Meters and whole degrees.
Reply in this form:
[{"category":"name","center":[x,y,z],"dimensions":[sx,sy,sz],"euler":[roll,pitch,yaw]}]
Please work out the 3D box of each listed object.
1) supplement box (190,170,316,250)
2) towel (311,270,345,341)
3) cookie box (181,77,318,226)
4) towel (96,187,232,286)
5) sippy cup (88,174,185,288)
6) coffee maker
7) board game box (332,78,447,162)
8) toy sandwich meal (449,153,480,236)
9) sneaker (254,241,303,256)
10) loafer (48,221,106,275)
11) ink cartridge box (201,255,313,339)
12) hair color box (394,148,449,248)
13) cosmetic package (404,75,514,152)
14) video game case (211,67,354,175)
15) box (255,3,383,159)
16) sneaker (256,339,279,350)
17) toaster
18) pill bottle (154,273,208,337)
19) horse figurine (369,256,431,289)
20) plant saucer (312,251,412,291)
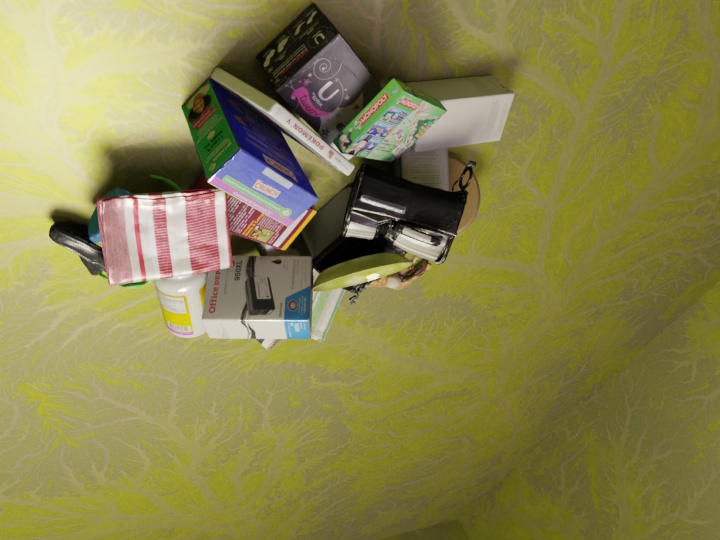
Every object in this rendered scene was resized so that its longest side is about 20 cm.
[{"category":"supplement box","center":[-0.197,-0.125,1.042],"dimensions":[0.200,0.086,0.110],"euler":[19,121,-44]},{"category":"towel","center":[-0.111,0.065,1.250],"dimensions":[0.200,0.031,0.149],"euler":[38,73,-57]},{"category":"cookie box","center":[-0.177,-0.185,0.896],"dimensions":[0.075,0.200,0.171],"euler":[-42,140,16]},{"category":"towel","center":[-0.310,-0.056,0.915],"dimensions":[0.200,0.023,0.144],"euler":[-9,112,-24]},{"category":"sippy cup","center":[-0.377,-0.069,0.957],"dimensions":[0.140,0.178,0.130],"euler":[-24,143,33]},{"category":"coffee maker","center":[0.081,-0.128,1.041],"dimensions":[0.200,0.192,0.135],"euler":[18,168,-7]},{"category":"board game box","center":[0.054,-0.238,0.927],"dimensions":[0.135,0.029,0.200],"euler":[-42,167,24]},{"category":"toy sandwich meal","center":[0.160,-0.153,1.215],"dimensions":[0.205,0.070,0.205],"euler":[-1,92,-16]},{"category":"sneaker","center":[-0.163,-0.026,1.198],"dimensions":[0.080,0.070,0.200],"euler":[-33,149,-7]},{"category":"loafer","center":[-0.462,-0.022,1.004],"dimensions":[0.070,0.068,0.201],"euler":[-45,143,6]},{"category":"ink cartridge box","center":[-0.193,0.051,1.092],"dimensions":[0.200,0.145,0.084],"euler":[0,149,-2]},{"category":"hair color box","center":[0.123,-0.145,1.135],"dimensions":[0.100,0.061,0.200],"euler":[-2,93,-11]},{"category":"cosmetic package","center":[0.180,-0.302,1.084],"dimensions":[0.200,0.085,0.108],"euler":[-10,137,-21]},{"category":"video game case","center":[-0.121,-0.232,0.882],"dimensions":[0.182,0.200,0.023],"euler":[31,96,-48]},{"category":"box","center":[-0.048,-0.296,0.923],"dimensions":[0.132,0.115,0.200],"euler":[-39,141,11]},{"category":"sneaker","center":[-0.182,0.076,1.291],"dimensions":[0.200,0.108,0.070],"euler":[-48,174,-28]},{"category":"toaster","center":[-0.016,-0.054,1.208],"dimensions":[0.200,0.119,0.181],"euler":[-40,140,13]},{"category":"pill bottle","center":[-0.345,0.035,1.112],"dimensions":[0.104,0.104,0.200],"euler":[-14,139,-19]},{"category":"horse figurine","center":[0.087,0.009,1.392],"dimensions":[0.200,0.050,0.133],"euler":[0,146,-40]},{"category":"plant saucer","center":[0.000,0.000,1.093],"dimensions":[0.200,0.031,0.200],"euler":[-15,174,-2]}]
